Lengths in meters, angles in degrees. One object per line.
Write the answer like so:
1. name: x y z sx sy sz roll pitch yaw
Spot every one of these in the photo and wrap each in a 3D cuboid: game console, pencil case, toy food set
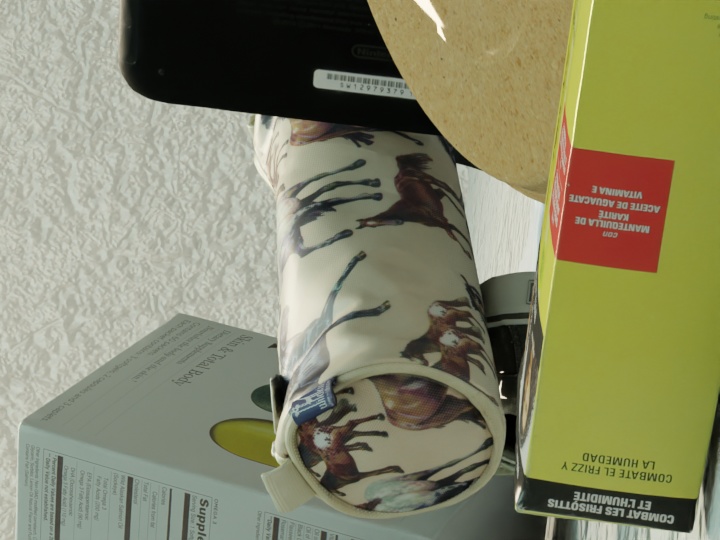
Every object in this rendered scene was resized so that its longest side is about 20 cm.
1. game console: 0.017 -0.154 0.919 0.116 0.200 0.176 -81 -3 -53
2. pencil case: 0.000 0.000 0.933 0.200 0.089 0.078 -97 -6 -46
3. toy food set: 0.048 -0.109 0.741 0.198 0.049 0.200 57 155 34

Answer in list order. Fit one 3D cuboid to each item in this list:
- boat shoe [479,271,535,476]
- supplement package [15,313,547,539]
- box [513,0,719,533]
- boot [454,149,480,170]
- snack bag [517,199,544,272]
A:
1. boat shoe: 0.060 0.050 0.998 0.200 0.071 0.064 101 177 -78
2. supplement package: -0.034 0.131 1.117 0.152 0.200 0.151 -37 -44 -58
3. box: 0.075 -0.037 0.619 0.075 0.050 0.200 -81 -2 -60
4. boot: 0.036 -0.103 1.372 0.198 0.162 0.073 -82 0 -68
5. snack bag: 0.089 0.034 1.240 0.200 0.021 0.189 95 -178 -66
